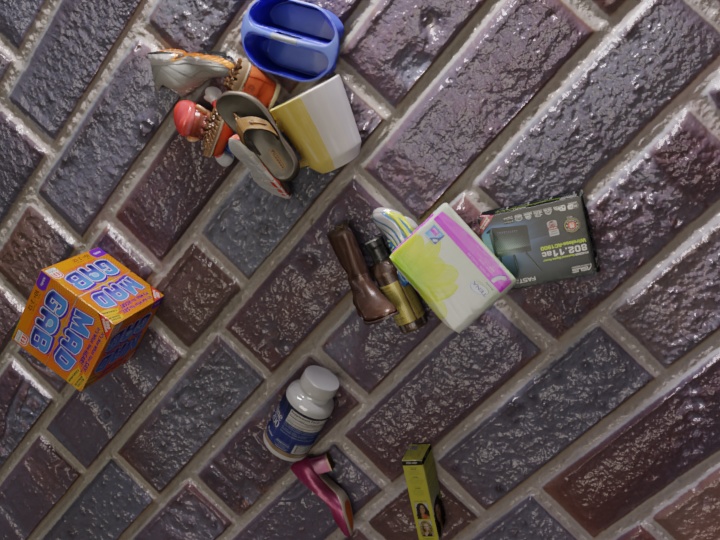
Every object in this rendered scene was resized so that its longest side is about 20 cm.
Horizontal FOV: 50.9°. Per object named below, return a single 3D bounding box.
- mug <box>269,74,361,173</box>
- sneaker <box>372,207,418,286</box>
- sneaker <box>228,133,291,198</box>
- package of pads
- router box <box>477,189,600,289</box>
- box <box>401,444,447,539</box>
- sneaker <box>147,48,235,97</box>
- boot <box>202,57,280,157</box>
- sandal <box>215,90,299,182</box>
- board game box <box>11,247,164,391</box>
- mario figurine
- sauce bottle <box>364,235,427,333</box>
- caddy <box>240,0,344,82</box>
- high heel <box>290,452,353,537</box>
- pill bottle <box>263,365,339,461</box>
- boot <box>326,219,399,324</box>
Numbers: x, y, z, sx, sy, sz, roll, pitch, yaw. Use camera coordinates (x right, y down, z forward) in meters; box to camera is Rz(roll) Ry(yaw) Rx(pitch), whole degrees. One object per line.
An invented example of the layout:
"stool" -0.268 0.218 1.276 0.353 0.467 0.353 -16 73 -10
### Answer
"mug" -0.089 -0.266 1.457 0.186 0.149 0.153 -22 107 21
"sneaker" 0.088 -0.034 1.476 0.200 0.076 0.105 36 73 4
"sneaker" -0.179 -0.219 1.501 0.077 0.200 0.082 20 70 32
"package of pads" 0.168 -0.002 1.403 0.154 0.068 0.200 -43 88 10
"router box" 0.332 -0.053 1.418 0.199 0.062 0.150 -12 103 21
"box" 0.140 0.482 1.637 0.050 0.075 0.201 -8 104 22
"sneaker" -0.338 -0.397 1.540 0.199 0.076 0.092 11 117 23
"boot" -0.232 -0.298 1.474 0.107 0.075 0.200 22 106 -33
"sandal" -0.190 -0.242 1.378 0.082 0.055 0.200 -32 98 25
"board game box" -0.609 0.104 1.701 0.200 0.200 0.200 35 113 5
"mario figurine" -0.287 -0.295 1.559 0.200 0.106 0.124 25 76 -1
"sauce bottle" 0.070 0.027 1.529 0.065 0.065 0.201 -22 97 23
"caddy" -0.127 -0.438 1.430 0.199 0.105 0.142 19 112 12
"high heel" -0.085 0.518 1.720 0.096 0.067 0.201 -21 94 13
"pill bottle" -0.126 0.309 1.652 0.111 0.111 0.200 32 113 7
"boot" 0.000 0.000 1.496 0.064 0.186 0.201 -21 101 -19
